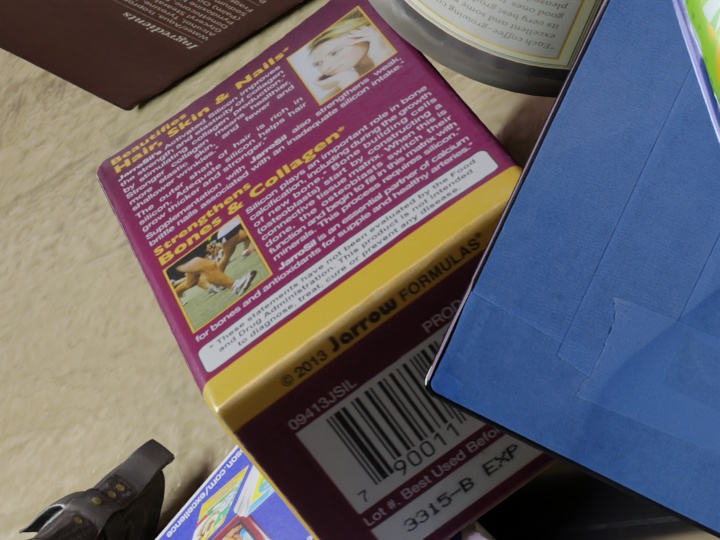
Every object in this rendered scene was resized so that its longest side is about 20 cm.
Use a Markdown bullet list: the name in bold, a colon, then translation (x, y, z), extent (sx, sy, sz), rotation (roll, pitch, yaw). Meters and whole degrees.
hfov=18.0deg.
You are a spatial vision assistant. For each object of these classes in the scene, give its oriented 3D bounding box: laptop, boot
- **laptop**: translation (0.143, -0.006, 0.607), extent (0.188, 0.116, 0.200), rotation (-65, 28, 1)
- **boot**: translation (-0.157, 0.173, 0.978), extent (0.200, 0.069, 0.174), rotation (-56, -9, 18)

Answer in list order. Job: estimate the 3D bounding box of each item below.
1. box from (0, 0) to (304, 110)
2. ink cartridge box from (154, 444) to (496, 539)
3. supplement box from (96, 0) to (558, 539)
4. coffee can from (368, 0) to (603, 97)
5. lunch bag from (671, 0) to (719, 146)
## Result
- **box**: translation (-0.121, -0.213, 1.175), extent (0.200, 0.164, 0.167), rotation (-24, 48, 51)
- **ink cartridge box**: translation (-0.038, 0.153, 0.819), extent (0.198, 0.047, 0.200), rotation (-48, 32, -4)
- **supplement box**: translation (0.000, 0.000, 0.820), extent (0.131, 0.103, 0.200), rotation (-35, 32, 2)
- **coffee can**: translation (0.079, -0.172, 0.740), extent (0.200, 0.145, 0.147), rotation (110, 169, -59)
- **lunch bag**: translation (0.161, -0.091, 0.526), extent (0.200, 0.082, 0.162), rotation (-45, 54, 47)
